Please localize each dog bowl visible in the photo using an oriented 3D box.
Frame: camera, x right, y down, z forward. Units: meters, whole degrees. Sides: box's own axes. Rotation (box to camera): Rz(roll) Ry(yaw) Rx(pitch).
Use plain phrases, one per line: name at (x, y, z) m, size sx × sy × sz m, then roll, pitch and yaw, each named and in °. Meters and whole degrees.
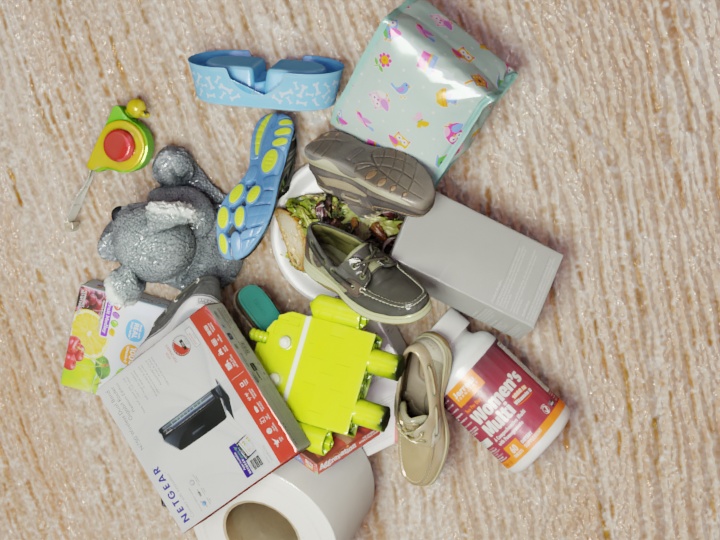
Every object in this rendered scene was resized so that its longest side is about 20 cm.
dog bowl at (-0.119, -0.238, 1.401) m, size 0.197 × 0.112 × 0.050 m, roll 6°, pitch 113°, yaw 8°

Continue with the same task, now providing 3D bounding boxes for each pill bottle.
pill bottle at (0.157, 0.147, 1.400) m, size 0.200 × 0.110 × 0.110 m, roll 43°, pitch 102°, yaw 5°

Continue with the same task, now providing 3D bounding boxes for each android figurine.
android figurine at (-0.051, 0.121, 1.327) m, size 0.198 × 0.041 × 0.184 m, roll 16°, pitch 82°, yaw 20°

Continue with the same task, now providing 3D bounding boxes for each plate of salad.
plate of salad at (-0.022, -0.048, 1.438) m, size 0.197 × 0.048 × 0.203 m, roll 1°, pitch 97°, yaw 9°

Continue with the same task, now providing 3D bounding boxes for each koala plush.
koala plush at (-0.244, -0.039, 1.398) m, size 0.183 × 0.200 × 0.178 m, roll 39°, pitch 101°, yaw 2°

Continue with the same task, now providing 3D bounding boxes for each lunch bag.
lunch bag at (0.067, -0.203, 1.363) m, size 0.170 × 0.122 × 0.201 m, roll 37°, pitch 132°, yaw 3°

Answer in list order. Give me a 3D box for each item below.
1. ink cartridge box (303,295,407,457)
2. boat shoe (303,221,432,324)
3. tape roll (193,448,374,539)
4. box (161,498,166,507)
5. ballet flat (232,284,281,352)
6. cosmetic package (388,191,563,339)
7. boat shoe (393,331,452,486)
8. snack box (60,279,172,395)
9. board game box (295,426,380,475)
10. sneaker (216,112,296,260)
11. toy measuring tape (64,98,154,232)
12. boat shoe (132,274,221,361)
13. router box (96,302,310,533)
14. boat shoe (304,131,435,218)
ink cartridge box at (0.005, 0.125, 1.444) m, size 0.115 × 0.067 × 0.202 m, roll -27°, pitch 93°, yaw 15°
boat shoe at (0.000, -0.001, 1.314) m, size 0.200 × 0.071 × 0.067 m, roll 29°, pitch 142°, yaw 41°
tape roll at (-0.096, 0.294, 1.417) m, size 0.200 × 0.139 × 0.205 m, roll 10°, pitch 118°, yaw 18°
box at (-0.205, 0.182, 1.406) m, size 0.037 × 0.137 × 0.202 m, roll 18°, pitch 98°, yaw -15°
ballet flat at (-0.098, 0.108, 1.412) m, size 0.201 × 0.068 × 0.067 m, roll 56°, pitch 145°, yaw 19°
cosmetic package at (0.136, -0.009, 1.373) m, size 0.198 × 0.090 × 0.108 m, roll 27°, pitch 75°, yaw 2°
boat shoe at (0.068, 0.176, 1.356) m, size 0.071 × 0.065 × 0.203 m, roll 17°, pitch 114°, yaw 30°
snack box at (-0.291, 0.108, 1.500) m, size 0.197 × 0.053 × 0.144 m, roll 16°, pitch 101°, yaw 5°
board game box at (-0.079, 0.179, 1.391) m, size 0.199 × 0.102 × 0.020 m, roll 26°, pitch 134°, yaw 42°
sneaker at (-0.120, -0.099, 1.400) m, size 0.070 × 0.083 × 0.202 m, roll 9°, pitch 66°, yaw 20°
toy measuring tape at (-0.322, -0.129, 1.468) m, size 0.073 × 0.074 × 0.202 m, roll 27°, pitch 101°, yaw 5°
boat shoe at (-0.229, 0.070, 1.409) m, size 0.069 × 0.067 × 0.200 m, roll 21°, pitch 139°, yaw -20°
router box at (-0.184, 0.171, 1.303) m, size 0.179 × 0.049 × 0.201 m, roll -37°, pitch 82°, yaw 15°
boat shoe at (0.015, -0.106, 1.359) m, size 0.199 × 0.074 × 0.074 m, roll 31°, pitch 144°, yaw 38°
